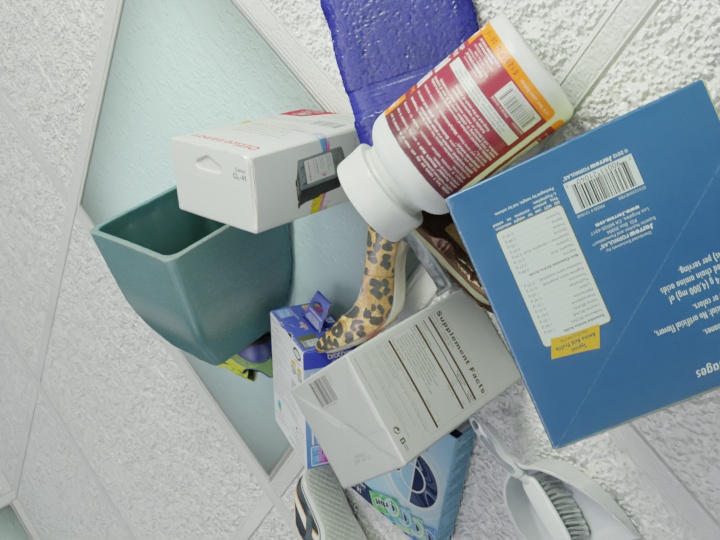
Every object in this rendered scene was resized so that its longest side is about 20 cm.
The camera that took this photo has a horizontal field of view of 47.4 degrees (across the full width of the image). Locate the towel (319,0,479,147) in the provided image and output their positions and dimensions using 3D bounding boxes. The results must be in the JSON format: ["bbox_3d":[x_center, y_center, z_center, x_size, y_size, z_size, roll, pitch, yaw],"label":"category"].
[{"bbox_3d":[0.054,-0.196,0.808,0.146,0.050,0.202,-15,98,17],"label":"towel"}]

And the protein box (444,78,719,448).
[{"bbox_3d":[0.197,-0.005,0.635,0.197,0.135,0.202,-24,90,12],"label":"protein box"}]

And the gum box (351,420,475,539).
[{"bbox_3d":[0.056,0.234,1.041,0.169,0.044,0.202,31,128,35],"label":"gum box"}]

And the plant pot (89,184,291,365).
[{"bbox_3d":[-0.209,0.008,1.118,0.195,0.196,0.202,16,129,42],"label":"plant pot"}]

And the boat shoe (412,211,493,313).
[{"bbox_3d":[0.095,-0.036,0.848,0.203,0.074,0.075,61,179,30],"label":"boat shoe"}]

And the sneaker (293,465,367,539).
[{"bbox_3d":[-0.042,0.387,1.185,0.080,0.078,0.202,-55,47,48],"label":"sneaker"}]

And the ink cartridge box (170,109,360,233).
[{"bbox_3d":[-0.086,-0.118,0.905,0.147,0.199,0.087,17,121,42],"label":"ink cartridge box"}]

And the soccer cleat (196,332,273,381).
[{"bbox_3d":[-0.193,0.133,1.247,0.199,0.064,0.085,-8,105,48],"label":"soccer cleat"}]

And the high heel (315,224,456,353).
[{"bbox_3d":[0.000,0.000,0.938,0.199,0.071,0.143,-33,88,21],"label":"high heel"}]

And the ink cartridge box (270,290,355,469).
[{"bbox_3d":[-0.062,0.131,1.059,0.136,0.076,0.202,-140,44,-59],"label":"ink cartridge box"}]

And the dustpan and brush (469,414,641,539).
[{"bbox_3d":[0.188,0.231,0.884,0.201,0.057,0.140,57,139,10],"label":"dustpan and brush"}]

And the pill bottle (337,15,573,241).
[{"bbox_3d":[0.081,-0.121,0.734,0.199,0.109,0.110,-37,79,19],"label":"pill bottle"}]

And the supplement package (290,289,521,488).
[{"bbox_3d":[0.051,0.120,0.871,0.121,0.199,0.121,-37,82,49],"label":"supplement package"}]
